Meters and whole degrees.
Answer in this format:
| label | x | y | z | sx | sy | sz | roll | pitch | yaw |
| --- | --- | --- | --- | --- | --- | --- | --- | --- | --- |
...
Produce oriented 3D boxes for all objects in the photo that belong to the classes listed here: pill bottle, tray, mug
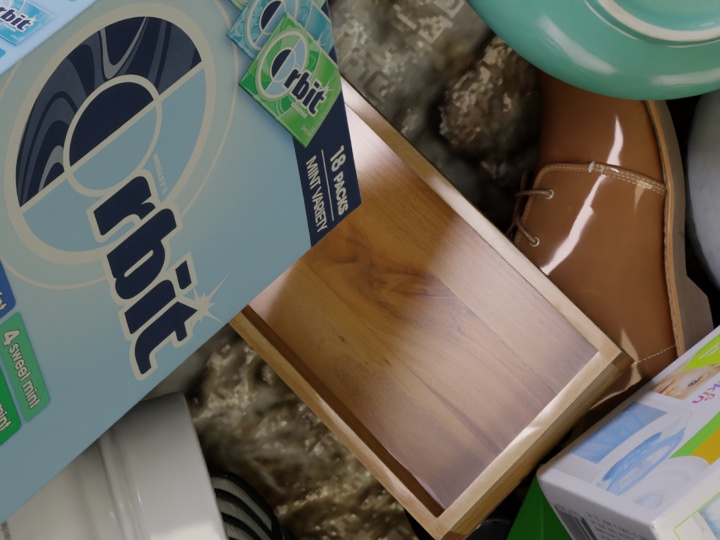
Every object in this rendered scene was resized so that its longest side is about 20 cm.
| label | x | y | z | sx | sy | sz | roll | pitch | yaw |
| --- | --- | --- | --- | --- | --- | --- | --- | --- | --- |
| pill bottle | -0.147 | 0.118 | 0.822 | 0.199 | 0.113 | 0.114 | -17 | 114 | -5 |
| tray | 0.000 | 0.000 | 0.866 | 0.099 | 0.037 | 0.200 | -46 | 72 | 5 |
| mug | 0.086 | -0.138 | 0.783 | 0.184 | 0.114 | 0.153 | 2 | 111 | -12 |

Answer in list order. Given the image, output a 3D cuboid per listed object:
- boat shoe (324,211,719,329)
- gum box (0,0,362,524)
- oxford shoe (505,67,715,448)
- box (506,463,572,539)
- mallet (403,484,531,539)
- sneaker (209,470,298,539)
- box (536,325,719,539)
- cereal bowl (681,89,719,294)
| label | x | y | z | sx | sy | sz | roll | pitch | yaw |
| --- | --- | --- | --- | --- | --- | --- | --- | --- | --- |
| boat shoe | 0.074 | 0.020 | 0.940 | 0.199 | 0.066 | 0.074 | 20 | 70 | -11 |
| gum box | -0.089 | -0.030 | 0.748 | 0.200 | 0.044 | 0.170 | -42 | 145 | -27 |
| oxford shoe | 0.087 | -0.025 | 0.884 | 0.071 | 0.071 | 0.201 | -8 | 79 | -13 |
| box | 0.126 | 0.204 | 0.956 | 0.176 | 0.097 | 0.201 | 17 | 104 | -27 |
| mallet | 0.112 | 0.083 | 0.995 | 0.199 | 0.066 | 0.041 | -20 | 120 | -19 |
| sneaker | -0.058 | 0.172 | 0.967 | 0.115 | 0.076 | 0.200 | -28 | 127 | 11 |
| box | 0.184 | 0.061 | 0.816 | 0.200 | 0.112 | 0.102 | -37 | 103 | -12 |
| cereal bowl | 0.205 | -0.069 | 0.902 | 0.200 | 0.083 | 0.200 | -26 | 144 | -21 |
